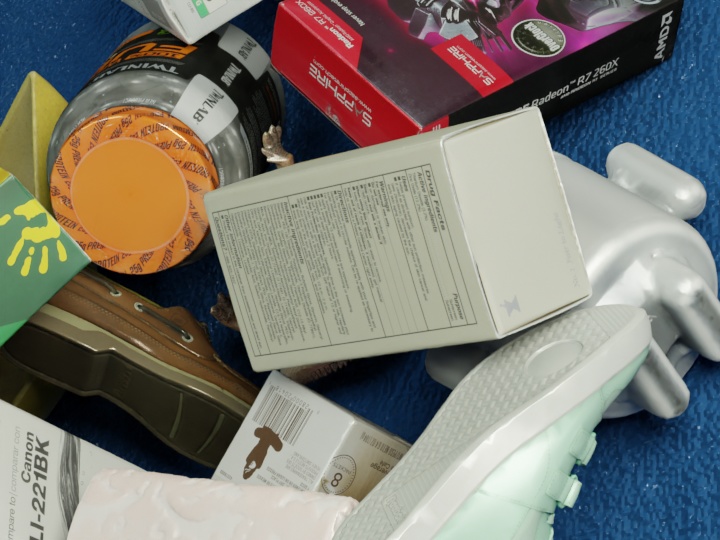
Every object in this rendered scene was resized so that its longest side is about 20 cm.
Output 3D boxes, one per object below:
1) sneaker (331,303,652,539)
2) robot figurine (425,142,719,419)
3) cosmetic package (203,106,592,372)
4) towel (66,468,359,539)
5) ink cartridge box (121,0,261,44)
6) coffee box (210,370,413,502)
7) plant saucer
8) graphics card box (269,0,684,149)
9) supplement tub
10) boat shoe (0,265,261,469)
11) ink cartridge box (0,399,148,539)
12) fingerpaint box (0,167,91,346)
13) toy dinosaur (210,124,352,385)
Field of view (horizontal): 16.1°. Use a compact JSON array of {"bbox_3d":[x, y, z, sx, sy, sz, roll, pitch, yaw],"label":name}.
[{"bbox_3d":[0.084,0.113,1.227,0.200,0.118,0.074,-44,25,-17],"label":"sneaker"},{"bbox_3d":[0.108,0.004,1.342,0.170,0.113,0.200,-44,42,-11],"label":"robot figurine"},{"bbox_3d":[0.015,-0.013,1.294,0.200,0.073,0.104,-9,99,50],"label":"cosmetic package"},{"bbox_3d":[-0.094,0.200,1.316,0.199,0.032,0.192,2,71,43],"label":"towel"},{"bbox_3d":[-0.056,-0.221,1.578,0.200,0.050,0.161,-34,24,-9],"label":"ink cartridge box"},{"bbox_3d":[-0.041,0.172,1.387,0.080,0.114,0.200,28,89,46],"label":"coffee box"},{"bbox_3d":[-0.208,0.004,1.623,0.200,0.048,0.201,132,137,-60],"label":"plant saucer"},{"bbox_3d":[0.065,-0.132,1.401,0.200,0.051,0.125,-26,53,-30],"label":"graphics card box"},{"bbox_3d":[-0.117,-0.075,1.528,0.122,0.123,0.200,-41,10,18],"label":"supplement tub"},{"bbox_3d":[-0.112,0.052,1.484,0.072,0.200,0.068,-51,12,50],"label":"boat shoe"},{"bbox_3d":[-0.188,0.172,1.459,0.084,0.200,0.145,-21,55,33],"label":"ink cartridge box"},{"bbox_3d":[-0.256,0.011,1.457,0.167,0.073,0.200,-44,21,-7],"label":"fingerpaint box"},{"bbox_3d":[0.000,0.000,1.474,0.135,0.086,0.201,20,92,27],"label":"toy dinosaur"}]
